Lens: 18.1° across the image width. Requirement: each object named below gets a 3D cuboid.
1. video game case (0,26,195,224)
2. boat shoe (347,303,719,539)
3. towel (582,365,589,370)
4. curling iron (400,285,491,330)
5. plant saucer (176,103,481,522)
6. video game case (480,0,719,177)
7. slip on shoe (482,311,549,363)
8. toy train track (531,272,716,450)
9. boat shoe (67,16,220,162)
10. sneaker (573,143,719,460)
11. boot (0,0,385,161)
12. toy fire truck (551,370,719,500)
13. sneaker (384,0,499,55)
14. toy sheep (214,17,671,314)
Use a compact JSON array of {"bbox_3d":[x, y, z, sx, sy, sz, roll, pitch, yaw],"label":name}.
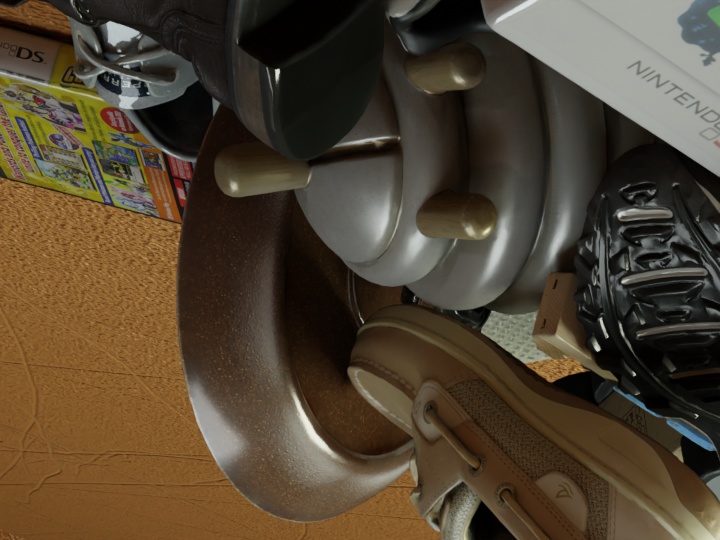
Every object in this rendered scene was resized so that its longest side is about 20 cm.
[{"bbox_3d":[-0.106,-0.062,1.120,0.180,0.026,0.200,14,166,3],"label":"video game case"},{"bbox_3d":[0.046,0.069,0.782,0.072,0.065,0.200,48,169,-35],"label":"boat shoe"},{"bbox_3d":[0.210,0.017,0.985,0.149,0.031,0.200,22,145,-27],"label":"towel"},{"bbox_3d":[0.061,-0.013,0.926,0.025,0.050,0.200,11,-158,21],"label":"curling iron"},{"bbox_3d":[0.000,0.000,0.886,0.032,0.201,0.200,4,162,33],"label":"plant saucer"},{"bbox_3d":[0.166,-0.080,0.626,0.200,0.024,0.182,-27,140,35],"label":"video game case"},{"bbox_3d":[0.124,0.002,1.060,0.199,0.061,0.074,-6,145,23],"label":"slip on shoe"},{"bbox_3d":[0.121,0.051,0.819,0.032,0.115,0.200,0,157,45],"label":"toy train track"},{"bbox_3d":[-0.077,-0.094,0.870,0.070,0.072,0.201,12,165,12],"label":"boat shoe"},{"bbox_3d":[0.135,0.018,0.769,0.074,0.080,0.200,-5,143,35],"label":"sneaker"},{"bbox_3d":[-0.072,-0.135,0.684,0.174,0.069,0.201,33,138,29],"label":"boot"},{"bbox_3d":[0.200,0.092,0.978,0.199,0.129,0.176,6,150,-21],"label":"toy fire truck"},{"bbox_3d":[0.098,-0.091,0.691,0.199,0.080,0.074,8,162,20],"label":"sneaker"},{"bbox_3d":[0.045,-0.047,0.794,0.199,0.139,0.138,-2,174,-24],"label":"toy sheep"}]
